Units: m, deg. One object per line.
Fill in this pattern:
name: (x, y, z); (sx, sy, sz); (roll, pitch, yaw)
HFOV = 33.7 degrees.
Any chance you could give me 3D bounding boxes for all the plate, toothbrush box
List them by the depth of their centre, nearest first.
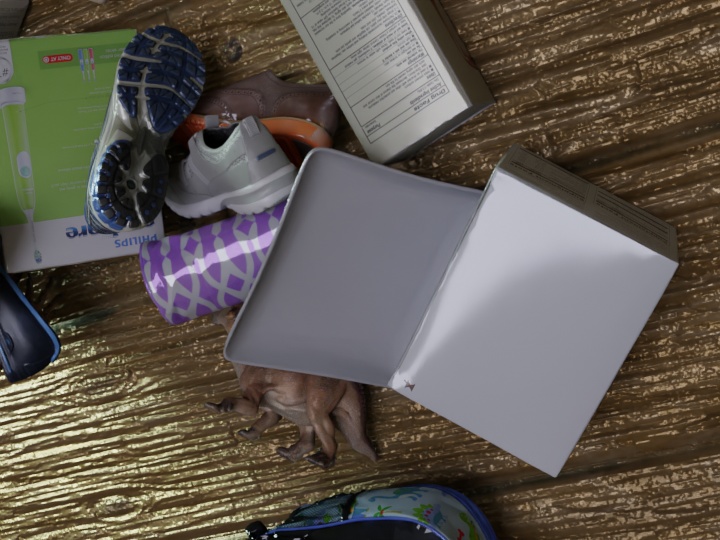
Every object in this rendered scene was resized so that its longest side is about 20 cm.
plate: (0.000, 0.000, 0.999); (0.201, 0.198, 0.032); (-64, 35, 20)
toothbrush box: (-0.266, -0.110, 1.080); (0.144, 0.086, 0.202); (-10, 99, -19)

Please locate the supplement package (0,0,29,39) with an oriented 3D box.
supplement package: (-0.454, -0.201, 1.120); (0.146, 0.191, 0.201); (34, 112, 14)

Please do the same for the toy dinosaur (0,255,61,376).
toy dinosaur: (-0.361, -0.005, 1.182); (0.134, 0.086, 0.202); (4, 98, 22)

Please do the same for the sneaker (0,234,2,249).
sneaker: (-0.346, -0.049, 1.019); (0.115, 0.080, 0.202); (-23, 76, 60)

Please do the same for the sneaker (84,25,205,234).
sneaker: (-0.197, -0.120, 1.022); (0.077, 0.202, 0.085); (27, 153, -23)

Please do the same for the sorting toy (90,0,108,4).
sorting toy: (-0.291, -0.364, 1.109); (0.199, 0.036, 0.187); (22, 108, 22)

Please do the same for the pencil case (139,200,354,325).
pencil case: (-0.094, -0.023, 1.037); (0.198, 0.084, 0.086); (-20, 54, 3)

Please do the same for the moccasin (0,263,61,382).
moccasin: (-0.361, 0.015, 1.102); (0.068, 0.080, 0.200); (-39, 85, -13)

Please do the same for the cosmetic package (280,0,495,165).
cosmetic package: (0.015, -0.198, 0.982); (0.103, 0.087, 0.201); (-29, 88, 24)

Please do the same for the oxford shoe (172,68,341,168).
oxford shoe: (-0.101, -0.139, 1.065); (0.198, 0.071, 0.073); (10, 67, 29)

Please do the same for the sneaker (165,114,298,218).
sneaker: (-0.116, -0.096, 1.018); (0.199, 0.074, 0.083); (1, 115, 55)

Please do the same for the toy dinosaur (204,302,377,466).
toy dinosaur: (-0.055, 0.095, 1.073); (0.199, 0.086, 0.136); (27, 74, -2)

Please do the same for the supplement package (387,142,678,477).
supplement package: (0.139, 0.029, 0.952); (0.155, 0.111, 0.201); (28, 111, 6)

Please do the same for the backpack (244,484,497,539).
backpack: (0.029, 0.277, 1.039); (0.198, 0.147, 0.185); (-16, 93, 28)
